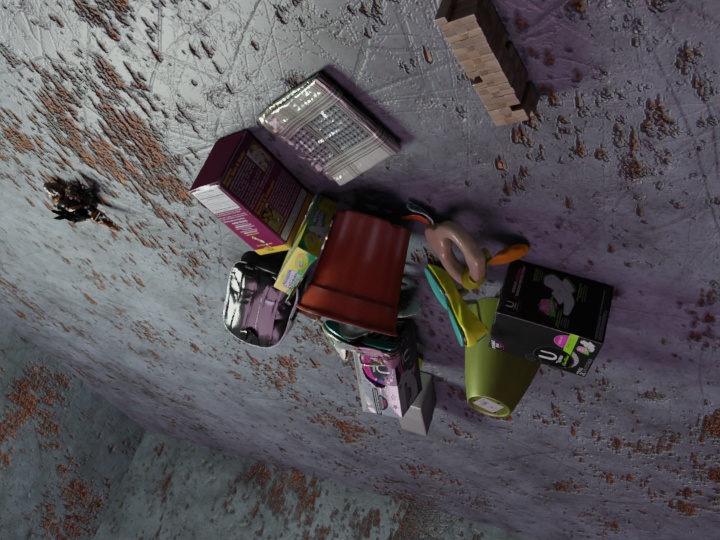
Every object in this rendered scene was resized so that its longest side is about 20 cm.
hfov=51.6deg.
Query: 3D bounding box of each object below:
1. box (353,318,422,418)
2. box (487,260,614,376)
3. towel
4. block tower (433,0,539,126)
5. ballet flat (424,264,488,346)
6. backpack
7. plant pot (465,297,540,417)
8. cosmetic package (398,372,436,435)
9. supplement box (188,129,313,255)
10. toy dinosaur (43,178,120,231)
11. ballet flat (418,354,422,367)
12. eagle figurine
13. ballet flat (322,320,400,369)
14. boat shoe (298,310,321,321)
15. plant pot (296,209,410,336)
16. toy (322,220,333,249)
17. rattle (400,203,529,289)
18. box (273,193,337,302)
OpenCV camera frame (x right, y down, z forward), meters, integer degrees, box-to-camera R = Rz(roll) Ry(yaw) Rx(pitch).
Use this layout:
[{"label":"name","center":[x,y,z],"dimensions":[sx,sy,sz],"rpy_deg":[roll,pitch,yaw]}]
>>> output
[{"label":"box","center":[0.066,0.228,1.770],"dimensions":[0.113,0.132,0.203],"rpy_deg":[4,117,28]},{"label":"box","center":[0.356,0.091,1.411],"dimensions":[0.197,0.126,0.149],"rpy_deg":[17,150,12]},{"label":"towel","center":[-0.059,-0.229,1.257],"dimensions":[0.192,0.035,0.199],"rpy_deg":[37,149,-25]},{"label":"block tower","center":[0.172,-0.277,0.985],"dimensions":[0.057,0.055,0.200],"rpy_deg":[-5,142,39]},{"label":"ballet flat","center":[0.192,0.061,1.460],"dimensions":[0.066,0.202,0.067],"rpy_deg":[-21,142,-4]},{"label":"backpack","center":[-0.222,0.069,1.718],"dimensions":[0.175,0.151,0.203],"rpy_deg":[18,108,6]},{"label":"plant pot","center":[0.291,0.193,1.554],"dimensions":[0.184,0.202,0.188],"rpy_deg":[17,152,9]},{"label":"cosmetic package","center":[0.153,0.364,2.052],"dimensions":[0.089,0.108,0.201],"rpy_deg":[13,149,15]},{"label":"supplement box","center":[-0.203,-0.142,1.409],"dimensions":[0.102,0.132,0.200],"rpy_deg":[-7,140,43]},{"label":"toy dinosaur","center":[-0.669,-0.159,1.789],"dimensions":[0.196,0.104,0.136],"rpy_deg":[10,177,-7]},{"label":"ballet flat","center":[0.069,0.210,1.888],"dimensions":[0.198,0.068,0.067],"rpy_deg":[30,152,-12]},{"label":"eagle figurine","center":[0.045,0.068,1.606],"dimensions":[0.149,0.153,0.201],"rpy_deg":[13,142,-4]},{"label":"ballet flat","center":[-0.003,0.174,1.665],"dimensions":[0.197,0.069,0.072],"rpy_deg":[17,112,21]},{"label":"boat shoe","center":[-0.184,0.082,1.844],"dimensions":[0.199,0.073,0.072],"rpy_deg":[35,150,-22]},{"label":"plant pot","center":[0.000,0.000,1.393],"dimensions":[0.197,0.199,0.201],"rpy_deg":[16,178,1]},{"label":"toy","center":[-0.117,-0.065,1.568],"dimensions":[0.197,0.048,0.115],"rpy_deg":[-3,142,39]},{"label":"rattle","center":[0.186,-0.075,1.357],"dimensions":[0.200,0.142,0.131],"rpy_deg":[48,176,36]},{"label":"box","center":[-0.106,-0.041,1.408],"dimensions":[0.048,0.202,0.118],"rpy_deg":[26,129,-11]}]
